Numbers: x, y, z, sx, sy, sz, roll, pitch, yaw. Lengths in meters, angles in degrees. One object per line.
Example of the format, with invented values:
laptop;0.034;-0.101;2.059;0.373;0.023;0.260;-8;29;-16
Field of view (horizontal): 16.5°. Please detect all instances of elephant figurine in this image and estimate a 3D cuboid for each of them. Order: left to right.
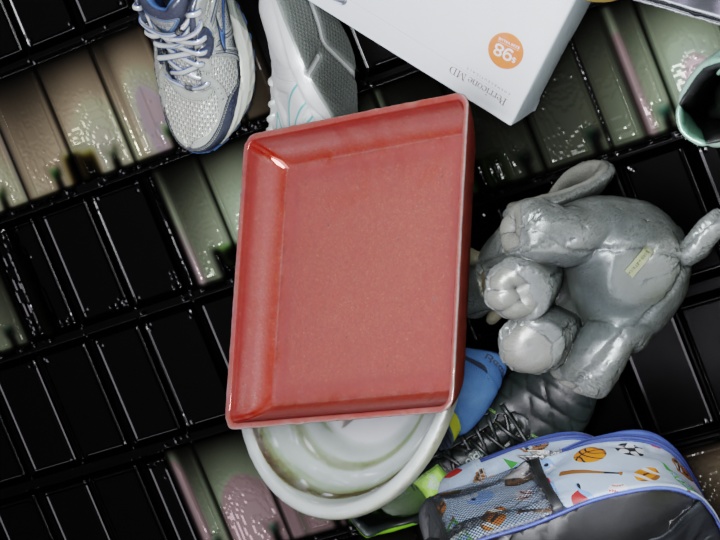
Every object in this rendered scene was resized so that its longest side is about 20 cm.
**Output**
elephant figurine;0.130;-0.007;1.613;0.155;0.200;0.142;17;99;-7

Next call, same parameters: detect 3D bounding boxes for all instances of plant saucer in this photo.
plant saucer;0.000;0.000;1.588;0.200;0.037;0.200;-8;73;43
plant saucer;0.004;0.065;1.628;0.200;0.050;0.200;-13;71;41

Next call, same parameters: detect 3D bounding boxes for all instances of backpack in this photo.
backpack;0.146;0.196;1.632;0.190;0.154;0.200;-17;124;4

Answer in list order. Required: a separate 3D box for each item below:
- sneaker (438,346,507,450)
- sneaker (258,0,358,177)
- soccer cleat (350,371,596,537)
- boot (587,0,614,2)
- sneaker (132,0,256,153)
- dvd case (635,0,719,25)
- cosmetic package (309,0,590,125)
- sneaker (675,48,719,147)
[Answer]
sneaker;0.018;0.064;1.715;0.200;0.078;0.066;15;143;46
sneaker;-0.037;-0.100;1.684;0.080;0.070;0.200;-14;100;33
soccer cleat;0.077;0.128;1.697;0.200;0.081;0.068;-35;90;30
boot;0.160;-0.264;1.482;0.072;0.155;0.200;4;101;14
sneaker;-0.122;-0.173;1.692;0.077;0.085;0.200;9;111;23
dvd case;0.270;-0.199;1.473;0.200;0.149;0.016;20;159;20
cosmetic package;0.055;-0.211;1.614;0.200;0.052;0.151;32;119;13
sneaker;0.277;-0.137;1.491;0.200;0.118;0.074;-40;86;29
